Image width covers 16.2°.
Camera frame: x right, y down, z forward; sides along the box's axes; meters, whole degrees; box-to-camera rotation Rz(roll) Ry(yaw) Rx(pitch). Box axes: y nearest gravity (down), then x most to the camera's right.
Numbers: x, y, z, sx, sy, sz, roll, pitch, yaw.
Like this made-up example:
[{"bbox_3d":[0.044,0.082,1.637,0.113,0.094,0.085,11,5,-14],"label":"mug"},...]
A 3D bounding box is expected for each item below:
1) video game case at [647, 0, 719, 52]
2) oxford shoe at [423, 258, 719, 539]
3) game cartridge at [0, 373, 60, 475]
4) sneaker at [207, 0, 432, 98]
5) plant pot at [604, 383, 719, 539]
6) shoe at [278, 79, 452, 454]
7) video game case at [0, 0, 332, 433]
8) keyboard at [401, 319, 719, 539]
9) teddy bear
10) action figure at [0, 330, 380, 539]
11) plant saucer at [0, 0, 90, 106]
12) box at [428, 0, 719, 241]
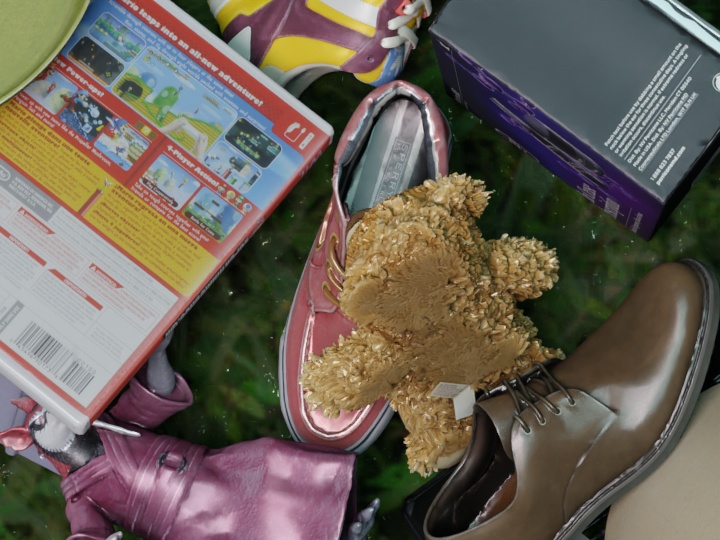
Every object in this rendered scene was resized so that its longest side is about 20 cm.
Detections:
[{"bbox_3d":[0.157,-0.119,1.288,0.200,0.143,0.017,37,91,6],"label":"video game case"},{"bbox_3d":[0.105,0.073,1.258,0.084,0.073,0.201,32,96,-34],"label":"oxford shoe"},{"bbox_3d":[-0.220,0.015,1.328,0.199,0.038,0.130,26,129,6],"label":"game cartridge"},{"bbox_3d":[0.018,-0.147,1.319,0.199,0.075,0.091,-28,78,26],"label":"sneaker"},{"bbox_3d":[0.228,0.160,1.208,0.186,0.200,0.189,-1,101,-7],"label":"plant pot"},{"bbox_3d":[0.000,0.000,1.317,0.071,0.091,0.202,15,87,5],"label":"shoe"},{"bbox_3d":[-0.129,-0.039,1.253,0.143,0.017,0.200,38,71,7],"label":"video game case"},{"bbox_3d":[0.127,0.109,1.336,0.199,0.040,0.104,-35,61,2],"label":"keyboard"},{"bbox_3d":[0.039,0.027,1.276,0.145,0.200,0.067,-40,49,13],"label":"teddy bear"},{"bbox_3d":[-0.090,0.109,1.299,0.199,0.149,0.135,24,74,9],"label":"action figure"},{"bbox_3d":[-0.219,-0.147,1.265,0.198,0.031,0.201,-5,65,10],"label":"plant saucer"},{"bbox_3d":[0.113,-0.092,1.261,0.141,0.200,0.079,39,89,7],"label":"box"}]
